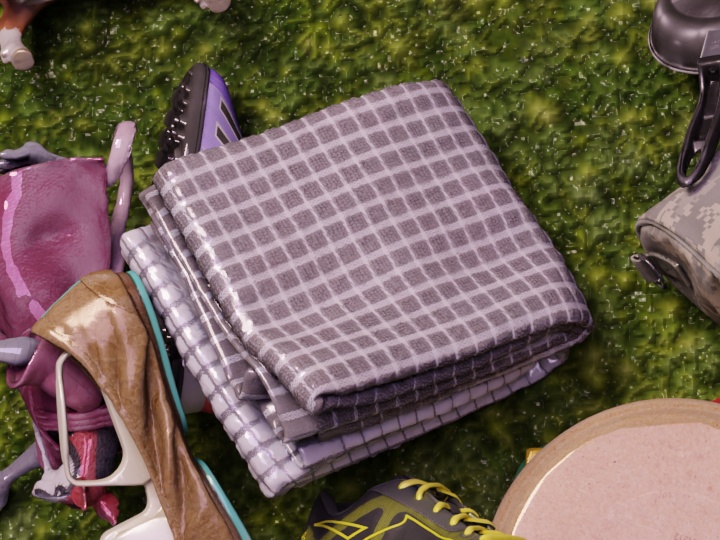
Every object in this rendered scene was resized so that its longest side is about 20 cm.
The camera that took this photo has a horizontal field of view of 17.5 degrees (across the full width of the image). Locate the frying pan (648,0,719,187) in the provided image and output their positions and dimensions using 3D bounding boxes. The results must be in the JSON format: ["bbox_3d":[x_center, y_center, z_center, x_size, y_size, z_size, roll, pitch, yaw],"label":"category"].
[{"bbox_3d":[0.179,-0.120,1.207,0.115,0.031,0.190,14,51,48],"label":"frying pan"}]

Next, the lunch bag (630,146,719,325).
[{"bbox_3d":[0.251,-0.034,1.153,0.200,0.139,0.168,-43,47,-4],"label":"lunch bag"}]

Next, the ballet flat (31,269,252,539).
[{"bbox_3d":[-0.106,0.099,1.148,0.072,0.068,0.200,-25,95,-12],"label":"ballet flat"}]

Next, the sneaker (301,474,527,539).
[{"bbox_3d":[0.035,0.138,1.136,0.200,0.074,0.085,-10,68,40],"label":"sneaker"}]

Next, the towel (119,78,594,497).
[{"bbox_3d":[0.000,0.000,1.175,0.200,0.086,0.166,-20,69,-32],"label":"towel"}]

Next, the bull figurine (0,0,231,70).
[{"bbox_3d":[-0.126,-0.185,1.298,0.200,0.065,0.121,-19,38,12],"label":"bull figurine"}]

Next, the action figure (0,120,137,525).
[{"bbox_3d":[-0.154,0.044,1.227,0.149,0.134,0.200,-20,66,-12],"label":"action figure"}]

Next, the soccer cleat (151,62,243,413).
[{"bbox_3d":[-0.072,-0.017,1.254,0.073,0.068,0.200,5,65,-16],"label":"soccer cleat"}]

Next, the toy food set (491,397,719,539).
[{"bbox_3d":[0.159,0.156,1.158,0.200,0.049,0.198,0,73,11],"label":"toy food set"}]
